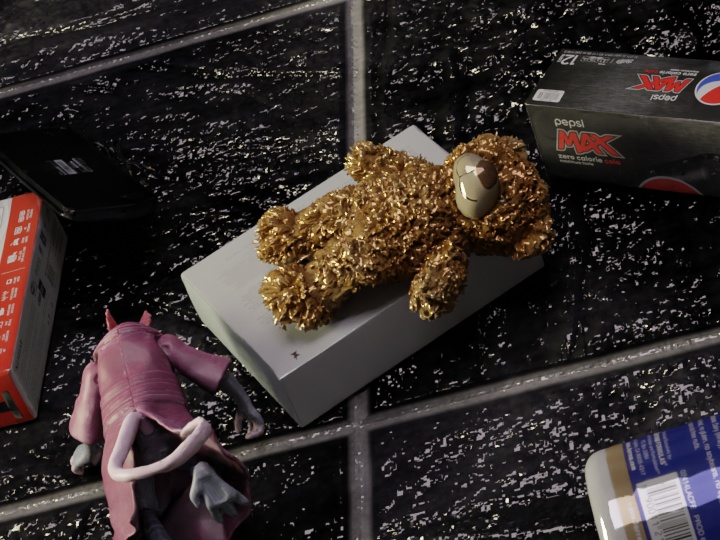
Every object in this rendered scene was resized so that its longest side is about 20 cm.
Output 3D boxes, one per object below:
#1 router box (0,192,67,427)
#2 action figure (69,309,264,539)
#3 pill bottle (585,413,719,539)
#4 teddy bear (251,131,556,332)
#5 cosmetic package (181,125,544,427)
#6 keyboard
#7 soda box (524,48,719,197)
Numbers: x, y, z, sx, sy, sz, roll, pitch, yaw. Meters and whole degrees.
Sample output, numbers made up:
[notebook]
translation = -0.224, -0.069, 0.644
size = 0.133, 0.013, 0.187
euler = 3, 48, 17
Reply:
[router box]
translation = -0.310, 0.042, 1.690
size = 0.178, 0.049, 0.201
euler = -14, 39, 12
[action figure]
translation = -0.142, 0.094, 1.473
size = 0.133, 0.149, 0.201
euler = -26, 51, 6
[pill bottle]
translation = 0.229, 0.126, 1.258
size = 0.198, 0.116, 0.116
euler = -17, 38, 7
[teddy bear]
translation = 0.022, -0.030, 1.510
size = 0.198, 0.067, 0.146
euler = -6, 44, 20
[cosmetic package]
translation = 0.000, 0.000, 1.579
size = 0.199, 0.052, 0.151
euler = -33, 37, -12
[keyboard]
translation = -0.207, -0.062, 1.756
size = 0.103, 0.040, 0.200
euler = -8, 23, -25
[soda box]
translation = 0.214, -0.096, 1.566
size = 0.199, 0.071, 0.063
euler = 9, 46, 34
